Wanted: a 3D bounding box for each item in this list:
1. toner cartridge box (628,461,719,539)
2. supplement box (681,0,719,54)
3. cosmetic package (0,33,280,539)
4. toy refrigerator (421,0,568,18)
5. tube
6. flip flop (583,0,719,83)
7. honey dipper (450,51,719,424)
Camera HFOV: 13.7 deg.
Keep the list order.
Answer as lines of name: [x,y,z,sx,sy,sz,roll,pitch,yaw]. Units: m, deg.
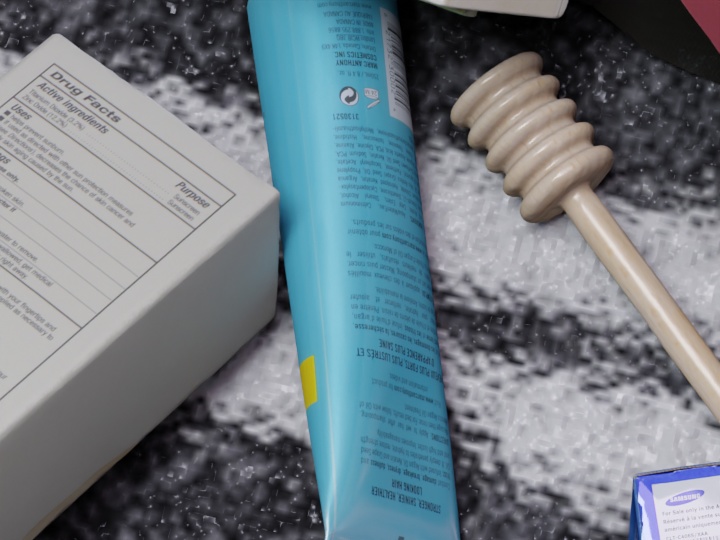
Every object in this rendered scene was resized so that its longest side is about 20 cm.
toner cartridge box: [0.125,0.096,0.861,0.095,0.200,0.043,-6,72,2]
supplement box: [0.185,-0.143,0.913,0.133,0.200,0.198,-46,70,37]
cosmetic package: [-0.127,0.028,0.930,0.103,0.073,0.200,36,59,22]
toy refrigerator: [-0.027,-0.138,0.964,0.200,0.076,0.070,22,103,30]
tube: [0.000,0.000,0.973,0.050,0.077,0.201,-23,65,35]
flip flop: [0.089,-0.121,1.002,0.199,0.081,0.058,23,61,16]
honey dipper: [0.102,0.016,0.975,0.038,0.038,0.200,-35,76,-7]
